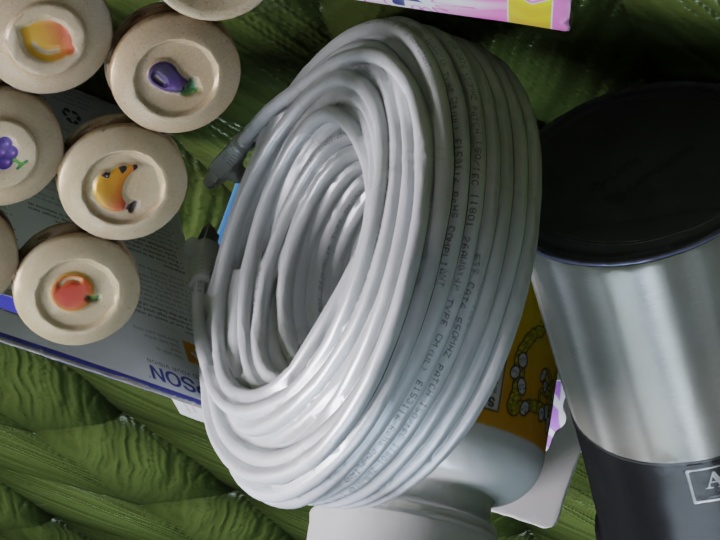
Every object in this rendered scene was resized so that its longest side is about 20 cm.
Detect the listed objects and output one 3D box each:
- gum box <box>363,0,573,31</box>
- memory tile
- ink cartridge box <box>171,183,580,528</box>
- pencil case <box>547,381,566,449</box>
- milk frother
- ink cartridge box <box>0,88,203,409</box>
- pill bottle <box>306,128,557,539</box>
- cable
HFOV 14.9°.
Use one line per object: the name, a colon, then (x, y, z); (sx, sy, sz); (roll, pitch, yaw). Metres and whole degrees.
gum box: (0.015, -0.138, 0.827); (0.113, 0.067, 0.200); (11, 166, 5)
memory tile: (-0.126, -0.067, 1.018); (0.153, 0.201, 0.017); (16, -154, -19)
ink cartridge box: (0.017, 0.040, 1.353); (0.199, 0.116, 0.067); (17, 165, 9)
pencil case: (0.127, 0.052, 1.449); (0.085, 0.084, 0.200); (-20, -172, -37)
milk frother: (0.136, 0.000, 1.168); (0.200, 0.180, 0.189); (35, 151, 49)
ink cartridge box: (-0.159, -0.021, 1.181); (0.196, 0.201, 0.043); (21, 124, -34)
pill bottle: (0.033, 0.039, 1.219); (0.112, 0.201, 0.113); (10, 165, 3)
cable: (0.000, 0.000, 1.096); (0.069, 0.201, 0.200); (17, 141, -24)
